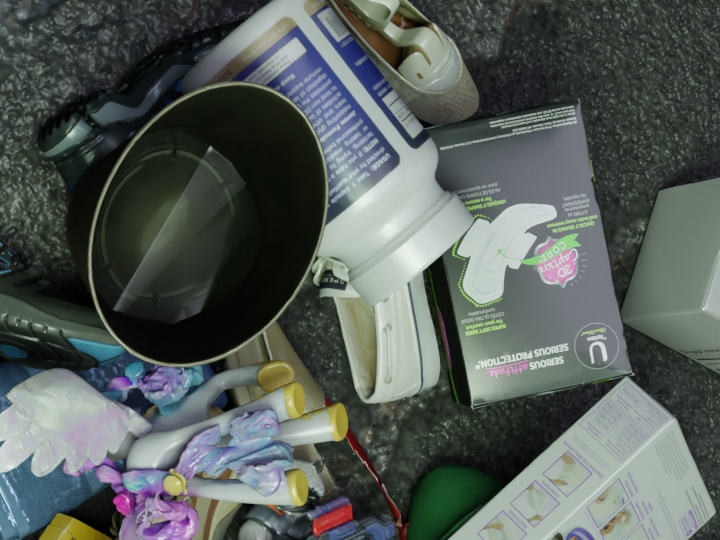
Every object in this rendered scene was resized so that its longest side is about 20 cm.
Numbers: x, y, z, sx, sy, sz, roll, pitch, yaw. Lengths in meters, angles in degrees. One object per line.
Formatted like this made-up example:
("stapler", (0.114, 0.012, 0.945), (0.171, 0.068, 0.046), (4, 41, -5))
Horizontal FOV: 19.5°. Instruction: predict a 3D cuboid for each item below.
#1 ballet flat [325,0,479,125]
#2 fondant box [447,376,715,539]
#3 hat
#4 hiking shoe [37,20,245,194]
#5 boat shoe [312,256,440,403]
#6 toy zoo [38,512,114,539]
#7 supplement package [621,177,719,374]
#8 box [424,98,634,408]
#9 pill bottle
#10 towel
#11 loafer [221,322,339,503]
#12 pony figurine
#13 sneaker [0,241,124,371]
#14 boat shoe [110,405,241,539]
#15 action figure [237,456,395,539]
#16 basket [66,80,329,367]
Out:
("ballet flat", (0.022, -0.179, 1.576), (0.200, 0.062, 0.068), (39, 68, -19))
("fondant box", (0.151, 0.190, 1.488), (0.200, 0.058, 0.145), (-42, 141, -9))
("hat", (0.052, 0.174, 1.573), (0.165, 0.176, 0.202), (-21, 133, -28))
("hiking shoe", (-0.132, -0.110, 1.487), (0.199, 0.074, 0.087), (-32, 107, -18))
("boat shoe", (0.000, 0.000, 1.541), (0.069, 0.071, 0.202), (-17, 98, -31))
("toy zoo", (-0.197, 0.256, 1.401), (0.131, 0.020, 0.201), (50, 62, -37))
("supplement package", (0.330, 0.022, 1.683), (0.199, 0.119, 0.122), (27, 73, -23))
("box", (0.113, -0.009, 1.537), (0.123, 0.149, 0.202), (-10, 88, -3))
("pill bottle", (-0.019, -0.083, 1.414), (0.116, 0.116, 0.201), (-40, 94, -26))
("towel", (-0.196, 0.098, 1.432), (0.199, 0.048, 0.112), (-30, 98, -27))
("loafer", (-0.061, 0.081, 1.486), (0.067, 0.076, 0.202), (-12, 100, -6))
("pony figurine", (-0.125, 0.120, 1.301), (0.193, 0.198, 0.168), (-55, 133, -66))
("sneaker", (-0.244, 0.006, 1.379), (0.198, 0.073, 0.083), (19, 63, -3))
("boat shoe", (-0.134, 0.177, 1.394), (0.074, 0.075, 0.202), (37, 57, -33))
("action figure", (-0.068, 0.217, 1.413), (0.199, 0.104, 0.196), (1, 104, -61))
("basket", (-0.118, -0.030, 1.346), (0.135, 0.200, 0.181), (32, 82, -15))
